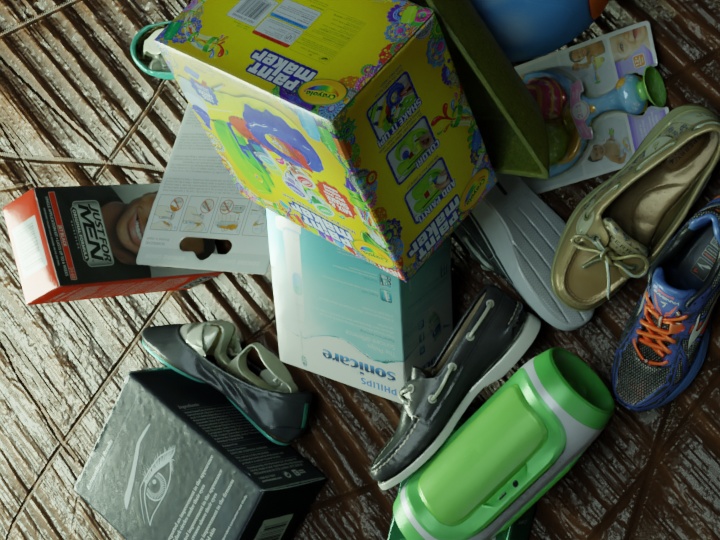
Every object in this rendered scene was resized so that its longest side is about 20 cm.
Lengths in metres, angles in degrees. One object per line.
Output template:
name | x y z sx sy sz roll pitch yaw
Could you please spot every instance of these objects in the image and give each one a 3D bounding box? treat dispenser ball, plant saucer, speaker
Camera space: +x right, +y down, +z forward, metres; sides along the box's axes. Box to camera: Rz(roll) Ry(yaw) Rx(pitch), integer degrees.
treat dispenser ball | 0.118 -0.271 1.309 0.201 0.201 0.201 0 91 34
plant saucer | 0.053 -0.168 1.279 0.048 0.200 0.200 -49 31 -19
speaker | 0.118 0.156 1.335 0.200 0.088 0.088 -47 67 22

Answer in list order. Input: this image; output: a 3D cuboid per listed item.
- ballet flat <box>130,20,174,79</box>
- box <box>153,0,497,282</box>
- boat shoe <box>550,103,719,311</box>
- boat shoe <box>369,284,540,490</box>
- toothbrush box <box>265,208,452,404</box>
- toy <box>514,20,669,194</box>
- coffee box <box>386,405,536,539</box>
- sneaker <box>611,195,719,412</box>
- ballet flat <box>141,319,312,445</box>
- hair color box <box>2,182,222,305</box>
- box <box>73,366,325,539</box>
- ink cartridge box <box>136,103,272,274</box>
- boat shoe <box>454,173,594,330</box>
ballet flat | -0.145 -0.218 1.562 0.200 0.070 0.067 -2 89 33
box | -0.023 -0.125 1.255 0.200 0.193 0.122 28 67 37
boat shoe | 0.224 -0.048 1.303 0.073 0.063 0.200 31 105 -7
boat shoe | 0.069 0.100 1.369 0.060 0.074 0.200 40 98 -9
toothbrush box | 0.000 0.000 1.418 0.146 0.085 0.200 16 124 33
toy | 0.164 -0.131 1.372 0.200 0.047 0.115 -16 82 32
coffee box | 0.090 0.223 1.427 0.123 0.044 0.200 15 98 31
sneaker | 0.253 0.025 1.296 0.075 0.078 0.200 32 107 30
ballet flat | -0.125 0.090 1.556 0.200 0.073 0.073 34 109 22
hair color box | -0.236 -0.029 1.544 0.061 0.200 0.102 -25 77 42
box | -0.159 0.207 1.557 0.200 0.104 0.148 38 111 28
ink cartridge box | -0.111 -0.085 1.513 0.162 0.050 0.200 4 71 33
boat shoe | 0.129 -0.029 1.389 0.200 0.072 0.071 56 150 8
